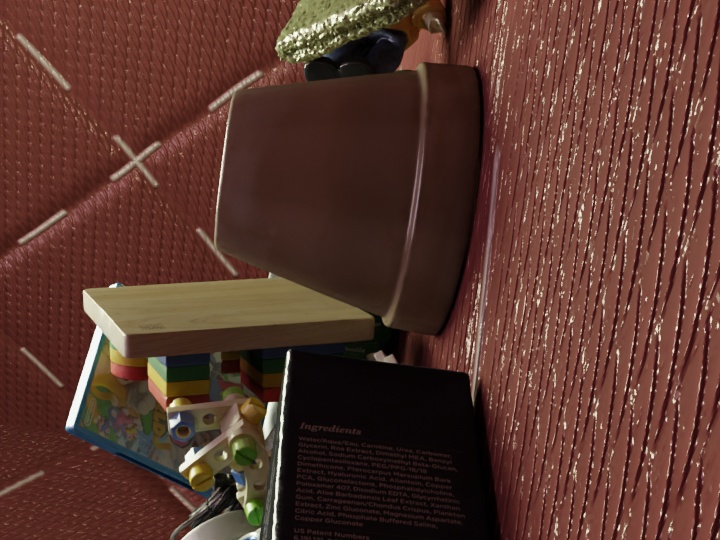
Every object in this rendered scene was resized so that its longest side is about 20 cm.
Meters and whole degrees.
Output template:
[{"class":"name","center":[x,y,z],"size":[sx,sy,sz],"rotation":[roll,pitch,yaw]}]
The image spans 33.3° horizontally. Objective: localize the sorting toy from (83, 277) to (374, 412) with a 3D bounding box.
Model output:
[{"class":"sorting toy","center":[-0.116,0.060,1.005],"size":[0.199,0.199,0.070],"rotation":[-157,65,-66]}]

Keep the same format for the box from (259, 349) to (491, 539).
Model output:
[{"class":"box","center":[-0.003,0.186,0.682],"size":[0.201,0.116,0.198],"rotation":[-92,10,-56]}]

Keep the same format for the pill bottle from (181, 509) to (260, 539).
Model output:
[{"class":"pill bottle","center":[-0.075,0.294,0.944],"size":[0.201,0.110,0.111],"rotation":[59,152,32]}]

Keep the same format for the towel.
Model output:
[{"class":"towel","center":[0.016,-0.240,0.967],"size":[0.199,0.036,0.149],"rotation":[-11,45,52]}]

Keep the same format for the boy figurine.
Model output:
[{"class":"boy figurine","center":[0.023,-0.228,1.071],"size":[0.065,0.123,0.201],"rotation":[67,-141,-48]}]

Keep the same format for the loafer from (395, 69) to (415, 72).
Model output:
[{"class":"loafer","center":[0.021,-0.133,1.144],"size":[0.200,0.069,0.076],"rotation":[108,169,-63]}]

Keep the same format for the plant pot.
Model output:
[{"class":"plant pot","center":[-0.016,-0.061,0.891],"size":[0.200,0.172,0.202],"rotation":[-173,90,-86]}]

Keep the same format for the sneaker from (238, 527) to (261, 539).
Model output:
[{"class":"sneaker","center":[-0.042,0.265,0.843],"size":[0.201,0.145,0.081],"rotation":[-88,7,-49]}]

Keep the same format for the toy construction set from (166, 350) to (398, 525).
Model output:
[{"class":"toy construction set","center":[-0.034,0.120,0.899],"size":[0.092,0.199,0.132],"rotation":[-88,-26,-54]}]

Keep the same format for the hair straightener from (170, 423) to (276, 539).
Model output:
[{"class":"hair straightener","center":[-0.102,0.176,1.000],"size":[0.200,0.077,0.041],"rotation":[-46,42,27]}]

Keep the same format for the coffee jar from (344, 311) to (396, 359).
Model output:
[{"class":"coffee jar","center":[0.000,0.000,1.107],"size":[0.104,0.085,0.201],"rotation":[-86,5,-62]}]

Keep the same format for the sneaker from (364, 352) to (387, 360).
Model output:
[{"class":"sneaker","center":[-0.007,0.167,0.999],"size":[0.076,0.076,0.202],"rotation":[-155,73,-86]}]

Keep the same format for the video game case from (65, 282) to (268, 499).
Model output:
[{"class":"video game case","center":[-0.168,0.119,1.110],"size":[0.018,0.200,0.144],"rotation":[-17,51,41]}]

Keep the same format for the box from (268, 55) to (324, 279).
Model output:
[{"class":"box","center":[-0.050,-0.091,1.219],"size":[0.156,0.041,0.201],"rotation":[111,173,-62]}]

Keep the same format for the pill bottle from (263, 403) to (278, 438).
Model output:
[{"class":"pill bottle","center":[-0.047,0.170,1.226],"size":[0.200,0.113,0.115],"rotation":[106,170,-60]}]
